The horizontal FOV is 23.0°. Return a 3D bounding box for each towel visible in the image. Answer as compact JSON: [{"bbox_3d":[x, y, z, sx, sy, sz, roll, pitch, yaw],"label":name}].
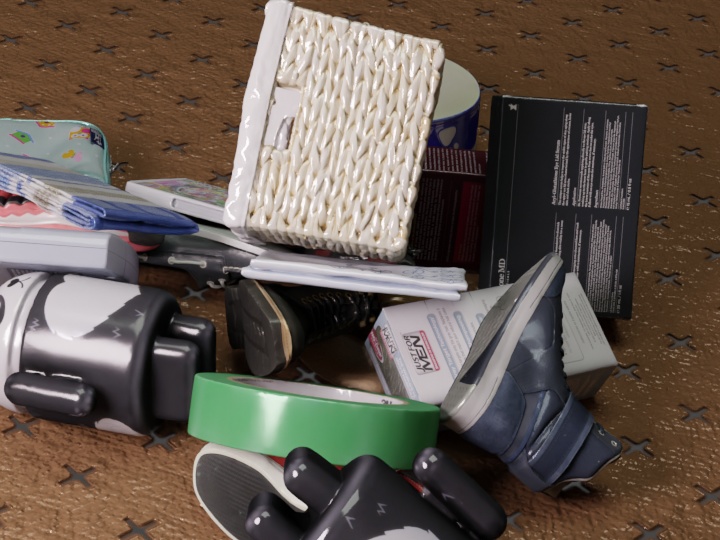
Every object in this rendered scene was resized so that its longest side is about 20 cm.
[{"bbox_3d":[-0.259,-0.068,1.572,0.199,0.024,0.146,22,9,30],"label":"towel"}]

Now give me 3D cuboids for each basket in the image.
[{"bbox_3d":[-0.020,-0.112,1.557,0.159,0.201,0.200,12,-3,1],"label":"basket"}]

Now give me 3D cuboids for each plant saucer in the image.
[{"bbox_3d":[0.034,0.049,1.636,0.198,0.036,0.201,4,31,-2],"label":"plant saucer"}]

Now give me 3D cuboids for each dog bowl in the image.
[{"bbox_3d":[0.033,-0.174,1.966,0.197,0.080,0.201,5,31,-3],"label":"dog bowl"}]

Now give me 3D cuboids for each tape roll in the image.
[{"bbox_3d":[-0.037,0.118,1.404,0.198,0.049,0.200,8,0,0],"label":"tape roll"}]

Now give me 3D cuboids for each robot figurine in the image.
[{"bbox_3d":[0.014,0.210,1.217,0.200,0.150,0.125,40,40,-3],"label":"robot figurine"},{"bbox_3d":[-0.220,0.067,1.467,0.198,0.126,0.150,9,-12,12],"label":"robot figurine"}]

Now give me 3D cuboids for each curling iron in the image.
[{"bbox_3d":[-0.039,-0.009,1.719,0.197,0.026,0.050,-2,-13,4],"label":"curling iron"}]

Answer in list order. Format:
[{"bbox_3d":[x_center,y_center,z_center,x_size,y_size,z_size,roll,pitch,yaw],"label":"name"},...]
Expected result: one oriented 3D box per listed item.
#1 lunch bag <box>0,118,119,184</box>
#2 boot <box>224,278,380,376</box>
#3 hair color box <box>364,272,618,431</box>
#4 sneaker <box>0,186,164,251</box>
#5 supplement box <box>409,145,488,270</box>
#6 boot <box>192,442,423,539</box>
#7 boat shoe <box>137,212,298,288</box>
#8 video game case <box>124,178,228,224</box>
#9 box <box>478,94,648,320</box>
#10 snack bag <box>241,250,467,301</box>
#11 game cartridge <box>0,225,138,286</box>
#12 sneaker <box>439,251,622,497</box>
[{"bbox_3d":[-0.339,-0.086,1.754,0.197,0.078,0.161,0,31,-10],"label":"lunch bag"},{"bbox_3d":[-0.035,0.036,1.502,0.137,0.078,0.200,-6,11,-12],"label":"boot"},{"bbox_3d":[0.115,0.073,1.551,0.198,0.061,0.100,-10,61,-25],"label":"hair color box"},{"bbox_3d":[-0.281,-0.032,1.665,0.198,0.088,0.074,8,26,2],"label":"sneaker"},{"bbox_3d":[0.104,-0.060,1.760,0.197,0.110,0.061,5,30,-3],"label":"supplement box"},{"bbox_3d":[-0.022,0.175,1.396,0.198,0.073,0.144,21,24,28],"label":"boot"},{"bbox_3d":[-0.146,-0.014,1.690,0.198,0.061,0.075,17,5,21],"label":"boat shoe"},{"bbox_3d":[-0.116,-0.059,1.753,0.198,0.018,0.143,16,9,17],"label":"video game case"},{"bbox_3d":[0.189,-0.061,1.675,0.139,0.203,0.079,4,5,-7],"label":"box"},{"bbox_3d":[0.000,0.000,1.526,0.186,0.022,0.200,6,4,3],"label":"snack bag"},{"bbox_3d":[-0.261,-0.003,1.555,0.131,0.042,0.200,0,-11,-4],"label":"game cartridge"},{"bbox_3d":[0.161,0.093,1.476,0.146,0.077,0.203,37,53,-8],"label":"sneaker"}]
